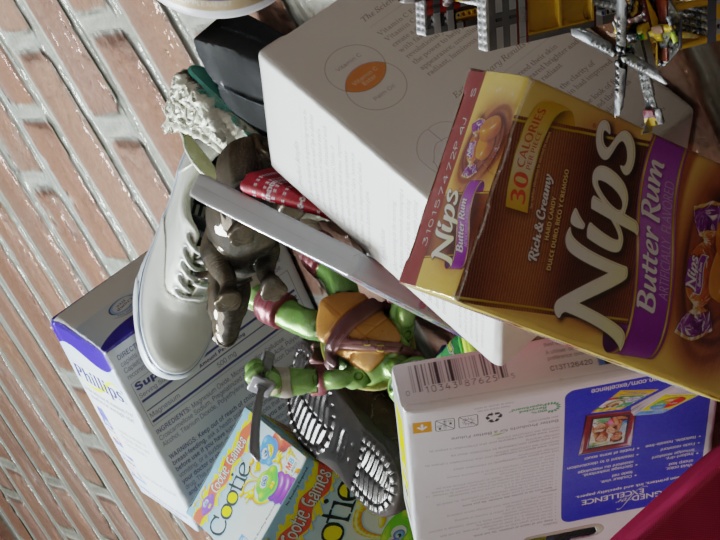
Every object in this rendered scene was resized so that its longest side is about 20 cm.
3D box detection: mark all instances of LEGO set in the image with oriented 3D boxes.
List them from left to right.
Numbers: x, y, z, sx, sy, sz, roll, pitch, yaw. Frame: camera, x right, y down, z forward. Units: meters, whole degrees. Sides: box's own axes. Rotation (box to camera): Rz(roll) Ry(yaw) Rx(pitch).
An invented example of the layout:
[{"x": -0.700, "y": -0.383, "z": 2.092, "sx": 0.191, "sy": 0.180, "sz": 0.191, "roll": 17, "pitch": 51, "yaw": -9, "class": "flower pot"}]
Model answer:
[{"x": 0.097, "y": -0.166, "z": 1.006, "sx": 0.200, "sy": 0.115, "sz": 0.155, "roll": 32, "pitch": 129, "yaw": 46, "class": "LEGO set"}]

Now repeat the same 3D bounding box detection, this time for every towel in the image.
[{"x": 0.039, "y": -0.025, "z": 1.311, "sx": 0.199, "sy": 0.023, "sz": 0.145, "roll": 20, "pitch": -168, "yaw": 15, "class": "towel"}]

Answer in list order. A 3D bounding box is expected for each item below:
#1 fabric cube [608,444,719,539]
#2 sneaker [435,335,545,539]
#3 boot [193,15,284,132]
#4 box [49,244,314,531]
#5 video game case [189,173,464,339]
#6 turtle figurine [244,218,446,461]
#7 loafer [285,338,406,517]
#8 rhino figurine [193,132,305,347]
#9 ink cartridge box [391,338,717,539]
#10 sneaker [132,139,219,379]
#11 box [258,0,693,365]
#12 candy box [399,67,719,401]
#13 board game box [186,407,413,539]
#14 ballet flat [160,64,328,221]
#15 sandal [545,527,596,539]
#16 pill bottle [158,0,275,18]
[{"x": 0.242, "y": 0.201, "z": 1.214, "sx": 0.200, "sy": 0.199, "sz": 0.196, "roll": 49, "pitch": 157, "yaw": 8, "class": "fabric cube"}, {"x": 0.082, "y": 0.133, "z": 1.478, "sx": 0.074, "sy": 0.201, "sz": 0.083, "roll": 22, "pitch": 142, "yaw": -29, "class": "sneaker"}, {"x": -0.026, "y": -0.088, "z": 1.490, "sx": 0.199, "sy": 0.065, "sz": 0.166, "roll": 24, "pitch": 138, "yaw": 46, "class": "boot"}, {"x": -0.129, "y": 0.080, "z": 1.797, "sx": 0.105, "sy": 0.184, "sz": 0.201, "roll": 25, "pitch": 145, "yaw": 52, "class": "box"}, {"x": 0.000, "y": 0.000, "z": 1.340, "sx": 0.143, "sy": 0.018, "sz": 0.200, "roll": 26, "pitch": 179, "yaw": 37, "class": "video game case"}, {"x": -0.034, "y": 0.021, "z": 1.580, "sx": 0.194, "sy": 0.199, "sz": 0.145, "roll": 41, "pitch": 122, "yaw": 36, "class": "turtle figurine"}, {"x": 0.004, "y": 0.124, "z": 1.653, "sx": 0.200, "sy": 0.071, "sz": 0.073, "roll": 51, "pitch": 131, "yaw": 46, "class": "loafer"}, {"x": -0.084, "y": -0.015, "z": 1.515, "sx": 0.201, "sy": 0.059, "sz": 0.088, "roll": 109, "pitch": 155, "yaw": -49, "class": "rhino figurine"}, {"x": 0.123, "y": 0.114, "z": 1.343, "sx": 0.201, "sy": 0.196, "sz": 0.047, "roll": 85, "pitch": 173, "yaw": -53, "class": "ink cartridge box"}, {"x": -0.132, "y": -0.014, "z": 1.672, "sx": 0.073, "sy": 0.202, "sz": 0.071, "roll": 11, "pitch": 176, "yaw": -15, "class": "sneaker"}, {"x": 0.063, "y": -0.075, "z": 1.212, "sx": 0.200, "sy": 0.152, "sz": 0.107, "roll": 42, "pitch": 156, "yaw": 26, "class": "box"}, {"x": 0.125, "y": -0.015, "z": 1.099, "sx": 0.199, "sy": 0.117, "sz": 0.056, "roll": 19, "pitch": 178, "yaw": -34, "class": "candy box"}, {"x": -0.024, "y": 0.207, "z": 1.753, "sx": 0.199, "sy": 0.105, "sz": 0.103, "roll": 28, "pitch": -176, "yaw": -39, "class": "board game box"}, {"x": -0.082, "y": -0.081, "z": 1.604, "sx": 0.200, "sy": 0.072, "sz": 0.072, "roll": 42, "pitch": 157, "yaw": 35, "class": "ballet flat"}, {"x": 0.127, "y": 0.228, "z": 1.542, "sx": 0.043, "sy": 0.076, "sz": 0.201, "roll": 41, "pitch": 155, "yaw": 22, "class": "sandal"}, {"x": -0.091, "y": -0.258, "z": 1.296, "sx": 0.116, "sy": 0.116, "sz": 0.201, "roll": 42, "pitch": 156, "yaw": 24, "class": "pill bottle"}]
